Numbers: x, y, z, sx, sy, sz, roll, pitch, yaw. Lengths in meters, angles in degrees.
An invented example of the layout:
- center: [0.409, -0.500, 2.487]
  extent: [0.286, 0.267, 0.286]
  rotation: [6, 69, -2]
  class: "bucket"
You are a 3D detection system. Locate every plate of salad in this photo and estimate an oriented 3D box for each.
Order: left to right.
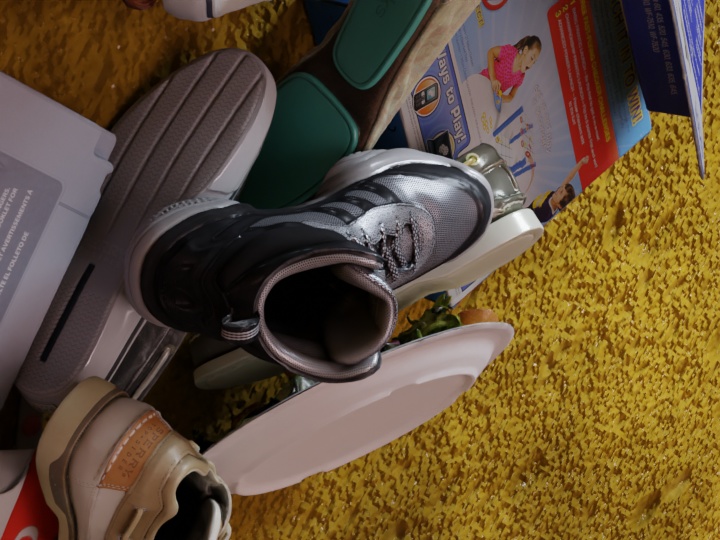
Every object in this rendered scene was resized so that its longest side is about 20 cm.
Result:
- center: [-0.012, 0.068, 0.963]
  extent: [0.200, 0.200, 0.048]
  rotation: [-13, 71, -44]
  class: "plate of salad"

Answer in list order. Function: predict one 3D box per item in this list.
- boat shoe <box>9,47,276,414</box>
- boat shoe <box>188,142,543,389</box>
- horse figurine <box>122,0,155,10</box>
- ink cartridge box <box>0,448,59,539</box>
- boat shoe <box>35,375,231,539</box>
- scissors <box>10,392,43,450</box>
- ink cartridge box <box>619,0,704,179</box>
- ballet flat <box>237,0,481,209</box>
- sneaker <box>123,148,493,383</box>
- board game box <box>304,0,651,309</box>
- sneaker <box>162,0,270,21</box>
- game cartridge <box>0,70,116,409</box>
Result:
- center: [-0.100, -0.015, 0.889]
  extent: [0.200, 0.072, 0.071]
  rotation: [-57, 149, -6]
  class: "boat shoe"
- center: [-0.005, 0.000, 0.960]
  extent: [0.201, 0.060, 0.072]
  rotation: [-26, 168, 2]
  class: "boat shoe"
- center: [-0.107, -0.186, 0.776]
  extent: [0.200, 0.050, 0.133]
  rotation: [78, 21, -44]
  class: "horse figurine"
- center: [-0.192, 0.163, 0.838]
  extent: [0.200, 0.050, 0.163]
  rotation: [7, 112, -50]
  class: "ink cartridge box"
- center: [-0.101, 0.124, 0.868]
  extent: [0.075, 0.068, 0.200]
  rotation: [-56, 162, -20]
  class: "boat shoe"
- center: [-0.169, 0.089, 0.891]
  extent: [0.073, 0.014, 0.201]
  rotation: [-24, 124, -38]
  class: "scissors"
- center: [0.166, -0.187, 1.027]
  extent: [0.198, 0.047, 0.200]
  rotation: [64, 29, -53]
  class: "ink cartridge box"
- center: [0.004, -0.093, 0.907]
  extent: [0.062, 0.068, 0.200]
  rotation: [-12, 151, -51]
  class: "ballet flat"
- center: [0.000, 0.000, 0.838]
  extent: [0.200, 0.114, 0.076]
  rotation: [-14, 116, -31]
  class: "sneaker"
- center: [0.075, -0.116, 1.038]
  extent: [0.196, 0.056, 0.200]
  rotation: [-40, 132, -30]
  class: "board game box"
- center: [-0.037, -0.154, 0.819]
  extent: [0.200, 0.071, 0.073]
  rotation: [-58, 155, -68]
  class: "sneaker"
- center: [-0.199, 0.003, 0.809]
  extent: [0.133, 0.040, 0.200]
  rotation: [31, 83, -52]
  class: "game cartridge"
